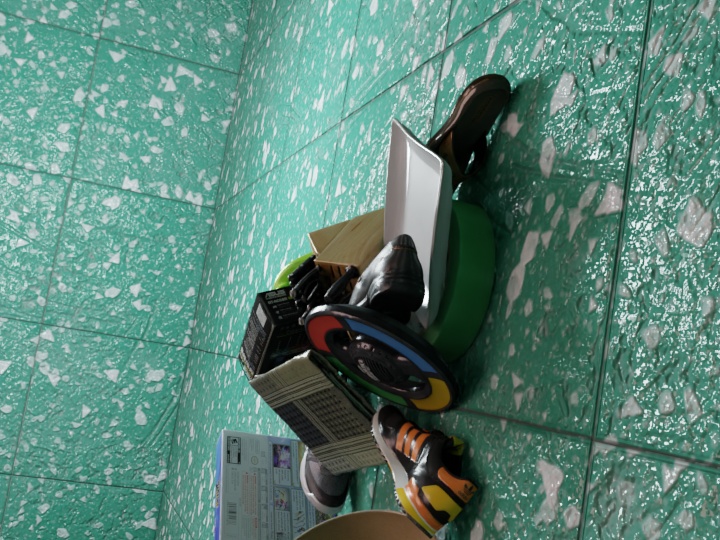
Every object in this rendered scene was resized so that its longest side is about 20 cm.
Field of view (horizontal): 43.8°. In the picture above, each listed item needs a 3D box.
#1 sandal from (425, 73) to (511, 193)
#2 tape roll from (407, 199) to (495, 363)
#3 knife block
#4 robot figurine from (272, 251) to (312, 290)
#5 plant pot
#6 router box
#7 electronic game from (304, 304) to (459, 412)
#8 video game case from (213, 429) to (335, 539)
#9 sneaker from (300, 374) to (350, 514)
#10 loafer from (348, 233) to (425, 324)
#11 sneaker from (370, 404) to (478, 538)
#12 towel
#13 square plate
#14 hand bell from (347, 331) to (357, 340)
[{"bbox_3d":[0.128,-0.147,1.092,0.200,0.082,0.055,-56,50,36],"label":"sandal"},{"bbox_3d":[0.098,0.012,1.100,0.200,0.048,0.201,-169,90,-73],"label":"tape roll"},{"bbox_3d":[0.000,0.000,1.175,0.176,0.200,0.064,-120,14,-56],"label":"knife block"},{"bbox_3d":[-0.069,0.029,1.423,0.175,0.116,0.200,-35,0,14],"label":"robot figurine"},{"bbox_3d":[0.005,0.380,0.979,0.200,0.200,0.135,-130,24,-68],"label":"plant pot"},{"bbox_3d":[-0.064,0.079,1.281,0.062,0.200,0.150,59,145,30],"label":"router box"},{"bbox_3d":[0.023,0.105,1.047,0.042,0.200,0.200,-59,9,-24],"label":"electronic game"},{"bbox_3d":[-0.131,0.348,1.374,0.200,0.181,0.045,-97,24,-45],"label":"video game case"},{"bbox_3d":[-0.039,0.250,1.323,0.114,0.075,0.200,116,160,-45],"label":"sneaker"},{"bbox_3d":[0.030,0.021,1.042,0.200,0.073,0.072,137,142,-65],"label":"loafer"},{"bbox_3d":[0.077,0.211,1.024,0.090,0.070,0.200,-38,29,8],"label":"sneaker"},{"bbox_3d":[-0.043,0.190,1.188,0.035,0.193,0.200,-47,10,-33],"label":"towel"},{"bbox_3d":[0.067,-0.061,1.056,0.200,0.028,0.199,-121,30,-63],"label":"square plate"},{"bbox_3d":[0.016,0.109,1.267,0.200,0.104,0.104,110,164,-62],"label":"hand bell"}]
